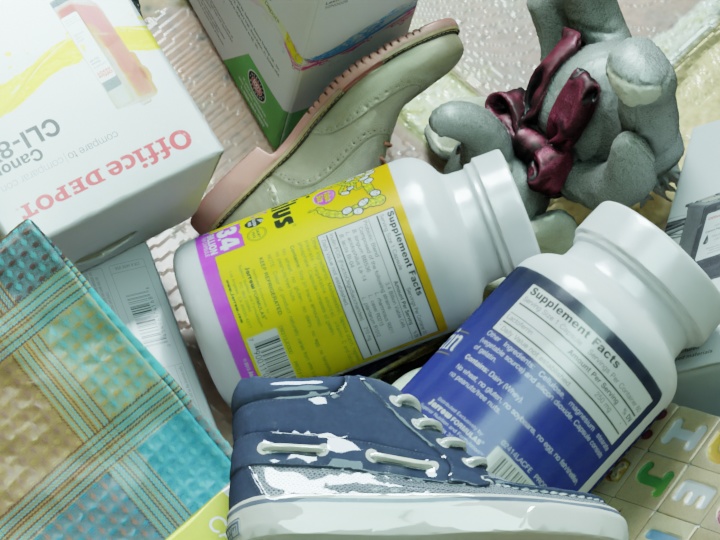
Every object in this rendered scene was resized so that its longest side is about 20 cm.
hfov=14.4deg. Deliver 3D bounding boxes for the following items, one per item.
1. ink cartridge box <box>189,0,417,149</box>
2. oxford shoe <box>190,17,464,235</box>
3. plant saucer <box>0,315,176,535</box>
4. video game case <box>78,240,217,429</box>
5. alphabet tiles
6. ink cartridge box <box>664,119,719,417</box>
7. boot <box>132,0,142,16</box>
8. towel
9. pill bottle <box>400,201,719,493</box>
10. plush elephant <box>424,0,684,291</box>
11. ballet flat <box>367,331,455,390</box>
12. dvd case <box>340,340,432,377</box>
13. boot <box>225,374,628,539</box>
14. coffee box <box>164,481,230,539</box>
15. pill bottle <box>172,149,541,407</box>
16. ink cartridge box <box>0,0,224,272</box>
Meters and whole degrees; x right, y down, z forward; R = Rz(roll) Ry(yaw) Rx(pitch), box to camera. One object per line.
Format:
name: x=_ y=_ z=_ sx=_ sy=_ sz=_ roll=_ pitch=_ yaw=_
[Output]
ink cartridge box: x=-0.034 y=-0.193 z=1.726 sx=0.084 sy=0.200 sz=0.145 roll=-20 pitch=65 yaw=-22
oxford shoe: x=-0.006 y=-0.069 z=1.707 sx=0.200 sy=0.071 sz=0.074 roll=-42 pitch=79 yaw=5
plant saucer: x=-0.197 y=0.125 z=1.513 sx=0.199 sy=0.037 sz=0.202 roll=1 pitch=85 yaw=-18
video game case: x=-0.176 y=0.095 z=1.609 sx=0.180 sy=0.046 sz=0.201 roll=-13 pitch=62 yaw=-20
alphabet tiles: x=0.130 y=0.138 z=1.562 sx=0.199 sy=0.006 sz=0.167 roll=15 pitch=61 yaw=50
ink cartridge box: x=0.247 y=0.021 z=1.689 sx=0.145 sy=0.083 sz=0.201 roll=43 pitch=49 yaw=-31
boot: x=-0.231 y=-0.184 z=1.758 sx=0.202 sy=0.074 sz=0.155 roll=2 pitch=54 yaw=-11
towel: x=-0.161 y=0.093 z=1.498 sx=0.147 sy=0.022 sz=0.200 roll=-43 pitch=98 yaw=-18
pill bottle: x=0.102 y=0.064 z=1.564 sx=0.116 sy=0.116 sz=0.200 roll=42 pitch=79 yaw=14
plush elephant: x=0.107 y=-0.082 z=1.727 sx=0.154 sy=0.200 sz=0.165 roll=-25 pitch=51 yaw=0
ballet flat: x=0.059 y=0.062 z=1.648 sx=0.199 sy=0.071 sz=0.071 roll=-31 pitch=69 yaw=-27
dvd case: x=0.056 y=0.133 z=1.654 sx=0.142 sy=0.018 sz=0.200 roll=-29 pitch=68 yaw=-27
boot: x=0.033 y=0.097 z=1.398 sx=0.199 sy=0.073 sz=0.091 roll=4 pitch=63 yaw=-12
coffee box: x=-0.016 y=0.219 z=1.476 sx=0.200 sy=0.200 sz=0.198 roll=42 pitch=59 yaw=13
pill bottle: x=0.000 y=0.000 z=1.636 sx=0.199 sy=0.104 sz=0.105 roll=-21 pitch=63 yaw=1
ink cartridge box: x=-0.191 y=-0.103 z=1.633 sx=0.145 sy=0.083 sz=0.201 roll=-27 pitch=78 yaw=-24
